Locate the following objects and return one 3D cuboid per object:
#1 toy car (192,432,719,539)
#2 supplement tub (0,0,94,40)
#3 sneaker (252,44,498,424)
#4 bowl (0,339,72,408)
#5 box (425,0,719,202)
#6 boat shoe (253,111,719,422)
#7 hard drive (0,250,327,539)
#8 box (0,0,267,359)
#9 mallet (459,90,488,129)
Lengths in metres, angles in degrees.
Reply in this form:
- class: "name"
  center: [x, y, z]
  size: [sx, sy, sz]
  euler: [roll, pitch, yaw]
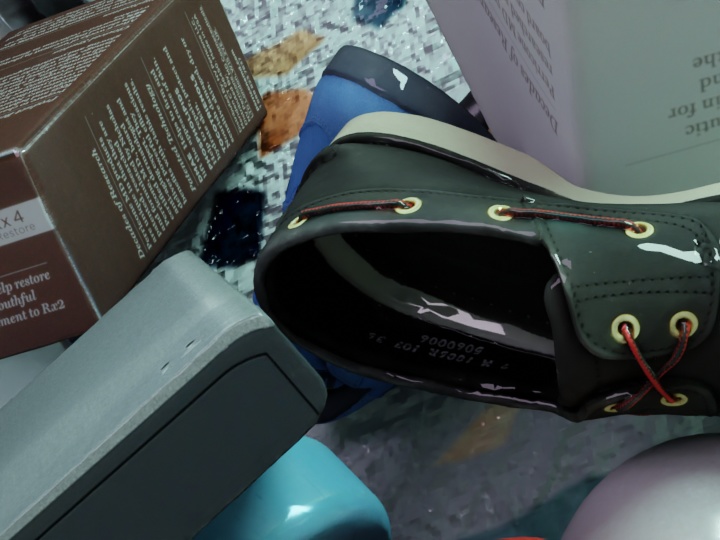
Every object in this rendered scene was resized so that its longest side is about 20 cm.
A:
- class: "toy car"
  center: [0.078, 0.117, 0.590]
  size: [0.199, 0.178, 0.184]
  euler: [-30, 52, -24]
- class: "supplement tub"
  center: [-0.202, -0.096, 0.963]
  size: [0.199, 0.107, 0.107]
  euler: [-29, 46, 18]
- class: "sneaker"
  center: [0.000, 0.000, 0.691]
  size: [0.066, 0.200, 0.079]
  euler: [33, 72, 10]
- class: "bowl"
  center: [-0.153, 0.118, 0.768]
  size: [0.200, 0.090, 0.202]
  euler: [-26, 34, 19]
- class: "box"
  center: [0.121, -0.125, 0.645]
  size: [0.198, 0.172, 0.201]
  euler: [-18, 45, -5]
- class: "boat shoe"
  center: [0.069, 0.012, 0.564]
  size: [0.200, 0.074, 0.063]
  euler: [14, 45, 22]
- class: "hard drive"
  center: [-0.081, 0.057, 0.590]
  size: [0.139, 0.033, 0.200]
  euler: [-43, 9, -4]
- class: "box"
  center: [-0.115, -0.039, 0.811]
  size: [0.100, 0.075, 0.200]
  euler: [-16, 19, 23]
- class: "mallet"
  center: [0.047, -0.073, 0.808]
  size: [0.200, 0.041, 0.066]
  euler: [-44, 44, 9]
